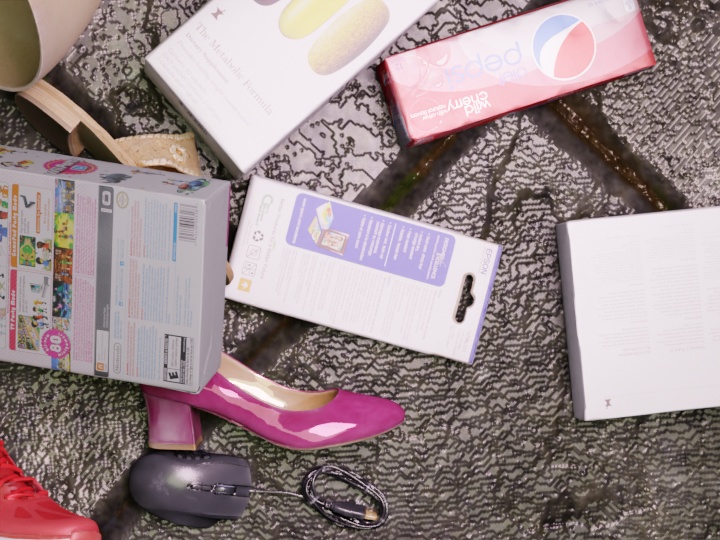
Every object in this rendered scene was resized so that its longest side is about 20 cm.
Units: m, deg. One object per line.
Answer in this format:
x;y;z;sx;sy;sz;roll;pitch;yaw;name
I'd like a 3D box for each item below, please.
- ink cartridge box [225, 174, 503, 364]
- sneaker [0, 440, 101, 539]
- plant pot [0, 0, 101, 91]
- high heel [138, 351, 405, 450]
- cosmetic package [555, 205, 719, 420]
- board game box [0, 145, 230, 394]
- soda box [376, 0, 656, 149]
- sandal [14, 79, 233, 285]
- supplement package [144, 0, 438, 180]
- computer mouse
0.000;0.000;1.696;0.198;0.037;0.096;15;87;-3;ink cartridge box
-0.268;0.143;1.615;0.198;0.078;0.117;6;83;26;sneaker
-0.248;-0.249;1.610;0.134;0.200;0.201;-41;94;-28;plant pot
-0.067;0.081;1.674;0.198;0.067;0.097;-1;100;7;high heel
0.255;0.029;1.714;0.198;0.052;0.152;-5;88;-6;cosmetic package
-0.198;-0.003;1.612;0.198;0.064;0.149;9;110;11;board game box
0.116;-0.155;1.695;0.198;0.063;0.071;-18;92;-6;soda box
-0.155;-0.085;1.663;0.211;0.078;0.070;40;72;4;sandal
-0.050;-0.175;1.655;0.200;0.110;0.114;-42;94;-5;supplement package
-0.075;0.168;1.688;0.198;0.034;0.059;6;88;-6;computer mouse
